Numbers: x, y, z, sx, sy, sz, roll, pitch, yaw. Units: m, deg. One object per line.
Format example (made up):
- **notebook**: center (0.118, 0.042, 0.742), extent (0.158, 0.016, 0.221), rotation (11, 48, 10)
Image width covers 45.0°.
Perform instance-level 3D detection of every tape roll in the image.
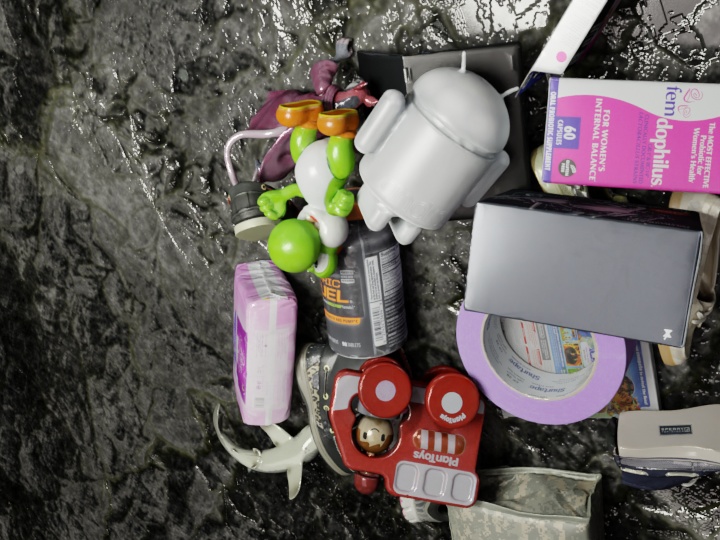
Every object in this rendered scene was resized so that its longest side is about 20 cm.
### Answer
- **tape roll**: center (0.215, 0.075, 1.013), extent (0.198, 0.066, 0.202), rotation (12, 118, 24)

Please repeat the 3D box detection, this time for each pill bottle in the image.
- **pill bottle**: center (0.000, 0.000, 1.097), extent (0.105, 0.106, 0.202), rotation (4, 112, 28)

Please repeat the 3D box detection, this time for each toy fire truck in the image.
- **toy fire truck**: center (0.057, 0.199, 1.074), extent (0.198, 0.112, 0.170), rotation (9, 89, -2)

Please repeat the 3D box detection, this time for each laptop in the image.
- **laptop**: center (0.093, -0.163, 1.003), extent (0.198, 0.116, 0.189), rotation (-4, 111, 13)

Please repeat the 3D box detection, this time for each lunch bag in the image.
- **lunch bag**: center (0.210, 0.346, 1.125), extent (0.198, 0.118, 0.166), rotation (0, 111, 24)

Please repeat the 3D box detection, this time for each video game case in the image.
- **video game case**: center (0.254, 0.113, 1.057), extent (0.198, 0.018, 0.145), rotation (-4, 108, 31)

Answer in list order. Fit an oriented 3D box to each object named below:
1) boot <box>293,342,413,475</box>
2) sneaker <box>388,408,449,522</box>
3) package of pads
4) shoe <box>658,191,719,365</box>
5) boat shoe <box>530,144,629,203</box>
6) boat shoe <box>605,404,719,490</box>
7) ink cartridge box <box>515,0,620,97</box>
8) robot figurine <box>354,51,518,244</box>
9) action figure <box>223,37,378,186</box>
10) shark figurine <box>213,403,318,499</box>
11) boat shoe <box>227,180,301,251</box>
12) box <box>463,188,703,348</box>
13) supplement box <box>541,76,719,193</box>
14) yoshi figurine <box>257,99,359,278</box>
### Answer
- **boot**: center (0.004, 0.187, 1.199), extent (0.152, 0.073, 0.206), rotation (-11, 105, 30)
- **sneaker**: center (0.095, 0.264, 1.182), extent (0.087, 0.074, 0.202), rotation (3, 118, 28)
- **package of pads**: center (-0.135, 0.100, 1.206), extent (0.075, 0.121, 0.202), rotation (-2, 116, -16)
- **shoe**: center (0.352, 0.012, 0.925), extent (0.053, 0.070, 0.202), rotation (11, 114, 34)
- **boat shoe**: center (0.261, -0.059, 0.944), extent (0.066, 0.072, 0.202), rotation (-34, 88, 40)
- **boat shoe**: center (0.388, 0.209, 1.003), extent (0.198, 0.075, 0.093), rotation (0, 136, 22)
- **ink cartridge box**: center (0.227, -0.258, 0.861), extent (0.037, 0.095, 0.201), rotation (37, 125, 9)
- **robot figurine**: center (0.076, -0.124, 0.896), extent (0.168, 0.113, 0.201), rotation (20, 119, -33)
- **action figure**: center (-0.064, -0.188, 1.033), extent (0.199, 0.148, 0.135), rotation (-15, 98, 47)
- **shark figurine**: center (-0.135, 0.274, 1.317), extent (0.212, 0.089, 0.130), rotation (0, 78, 21)
- **boat shoe**: center (-0.102, -0.062, 1.091), extent (0.073, 0.201, 0.064), rotation (-17, 75, 16)
- **box**: center (0.219, -0.012, 0.838), extent (0.198, 0.182, 0.105), rotation (9, 103, 18)
- **supplement box**: center (0.282, -0.131, 0.850), extent (0.198, 0.103, 0.102), rotation (5, 98, 14)
- **yoshi figurine**: center (-0.058, -0.079, 0.964), extent (0.111, 0.113, 0.202), rotation (-1, 114, -8)
